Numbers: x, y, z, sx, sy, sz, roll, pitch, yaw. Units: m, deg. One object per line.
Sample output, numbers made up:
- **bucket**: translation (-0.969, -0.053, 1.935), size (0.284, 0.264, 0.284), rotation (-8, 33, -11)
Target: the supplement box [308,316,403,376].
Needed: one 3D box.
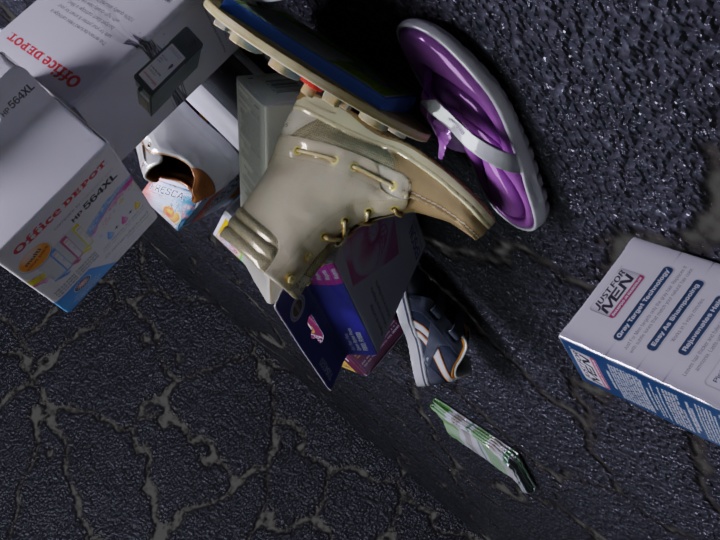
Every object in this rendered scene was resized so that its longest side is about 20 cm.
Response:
- **supplement box**: translation (-0.047, 0.054, 1.297), size (0.200, 0.103, 0.131), rotation (47, 164, -18)

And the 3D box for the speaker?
- **speaker**: translation (-0.142, -0.194, 0.887), size (0.200, 0.081, 0.081), rotation (45, 165, -5)

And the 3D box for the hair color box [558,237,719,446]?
- **hair color box**: translation (0.243, 0.057, 0.548), size (0.199, 0.100, 0.061), rotation (27, 160, 48)

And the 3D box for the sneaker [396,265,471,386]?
- **sneaker**: translation (0.089, 0.057, 1.015), size (0.079, 0.079, 0.201), rotation (-8, 129, 12)

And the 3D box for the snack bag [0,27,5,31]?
- **snack bag**: translation (-0.328, -0.259, 1.067), size (0.200, 0.189, 0.021), rotation (42, 121, -2)

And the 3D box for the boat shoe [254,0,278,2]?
- **boat shoe**: translation (-0.099, -0.251, 0.640), size (0.199, 0.076, 0.061), rotation (20, 139, 43)

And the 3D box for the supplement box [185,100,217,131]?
- **supplement box**: translation (-0.240, -0.242, 0.996), size (0.200, 0.086, 0.110), rotation (42, 166, 0)

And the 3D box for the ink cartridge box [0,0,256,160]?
- **ink cartridge box**: translation (-0.213, -0.217, 0.766), size (0.145, 0.200, 0.084), rotation (34, 164, 29)

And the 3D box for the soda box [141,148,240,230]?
- **soda box**: translation (-0.201, -0.118, 1.087), size (0.068, 0.064, 0.200), rotation (42, -157, -1)

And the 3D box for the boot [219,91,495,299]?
- **boot**: translation (-0.005, -0.038, 0.691), size (0.199, 0.156, 0.073), rotation (32, 178, 12)

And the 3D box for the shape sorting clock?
- **shape sorting clock**: translation (-0.032, -0.153, 0.646), size (0.199, 0.039, 0.200), rotation (28, -161, -10)

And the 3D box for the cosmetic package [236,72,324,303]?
- **cosmetic package**: translation (-0.073, -0.082, 0.814), size (0.105, 0.071, 0.202), rotation (-129, 35, -53)

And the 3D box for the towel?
- **towel**: translation (0.218, 0.320, 1.505), size (0.199, 0.031, 0.150), rotation (30, 160, 42)

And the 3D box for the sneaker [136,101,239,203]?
- **sneaker**: translation (-0.227, -0.153, 0.903), size (0.200, 0.085, 0.073), rotation (40, 153, 7)

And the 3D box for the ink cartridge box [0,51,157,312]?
- **ink cartridge box**: translation (-0.279, -0.070, 0.705), size (0.125, 0.129, 0.200), rotation (38, 168, 9)

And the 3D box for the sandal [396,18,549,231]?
- **sandal**: translation (0.084, -0.097, 0.627), size (0.203, 0.050, 0.082), rotation (51, 163, -29)

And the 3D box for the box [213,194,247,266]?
- **box**: translation (-0.128, -0.064, 1.175), size (0.112, 0.101, 0.200), rotation (44, 165, -6)

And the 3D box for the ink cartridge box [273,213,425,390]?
- **ink cartridge box**: translation (0.000, 0.000, 0.832), size (0.043, 0.201, 0.197), rotation (14, 155, 22)
